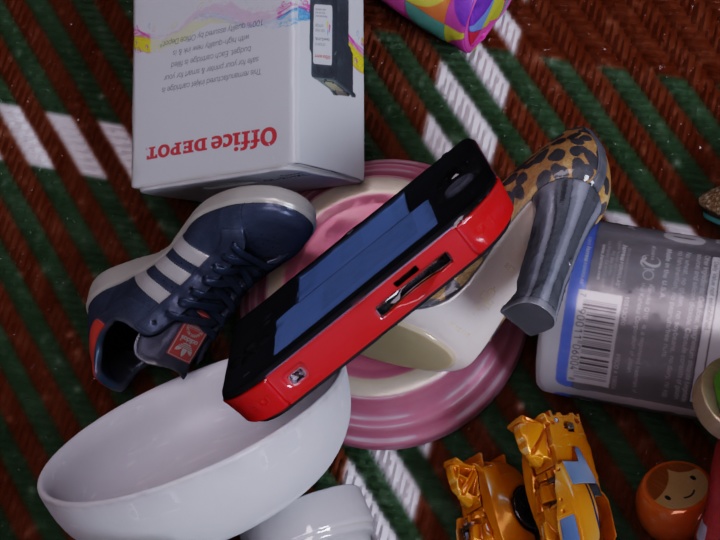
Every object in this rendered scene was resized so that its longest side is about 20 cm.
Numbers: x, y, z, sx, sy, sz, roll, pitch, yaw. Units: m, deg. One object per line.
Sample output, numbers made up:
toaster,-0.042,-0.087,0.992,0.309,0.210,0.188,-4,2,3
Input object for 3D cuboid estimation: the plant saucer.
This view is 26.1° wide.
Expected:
plant saucer,0.014,0.017,1.040,0.198,0.051,0.203,-3,73,8

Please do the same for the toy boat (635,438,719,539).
toy boat,0.217,0.155,0.915,0.130,0.130,0.202,33,117,42

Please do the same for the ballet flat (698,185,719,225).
ballet flat,0.300,-0.041,0.969,0.199,0.070,0.066,22,118,42

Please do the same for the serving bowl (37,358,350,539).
serving bowl,-0.092,0.118,0.944,0.198,0.200,0.066,-20,104,2

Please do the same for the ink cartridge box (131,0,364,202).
ink cartridge box,-0.077,-0.153,1.047,0.144,0.082,0.203,-5,82,34

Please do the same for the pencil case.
pencil case,0.023,-0.235,1.099,0.199,0.088,0.089,32,80,17

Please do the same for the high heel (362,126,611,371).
high heel,0.067,-0.014,0.964,0.199,0.071,0.144,-14,43,46

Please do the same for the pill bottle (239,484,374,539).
pill bottle,-0.003,0.238,0.942,0.111,0.112,0.202,-22,71,1

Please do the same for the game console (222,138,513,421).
game console,0.000,0.000,0.925,0.199,0.177,0.031,-38,106,7

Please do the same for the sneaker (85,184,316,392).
sneaker,-0.104,0.019,1.005,0.199,0.075,0.085,-32,43,35

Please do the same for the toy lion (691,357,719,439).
toy lion,0.302,0.094,0.814,0.198,0.069,0.193,-18,65,-24

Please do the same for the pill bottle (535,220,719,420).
pill bottle,0.215,0.037,0.970,0.198,0.114,0.115,10,75,11

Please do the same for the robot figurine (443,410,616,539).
robot figurine,0.110,0.197,0.935,0.058,0.145,0.202,8,58,-33
